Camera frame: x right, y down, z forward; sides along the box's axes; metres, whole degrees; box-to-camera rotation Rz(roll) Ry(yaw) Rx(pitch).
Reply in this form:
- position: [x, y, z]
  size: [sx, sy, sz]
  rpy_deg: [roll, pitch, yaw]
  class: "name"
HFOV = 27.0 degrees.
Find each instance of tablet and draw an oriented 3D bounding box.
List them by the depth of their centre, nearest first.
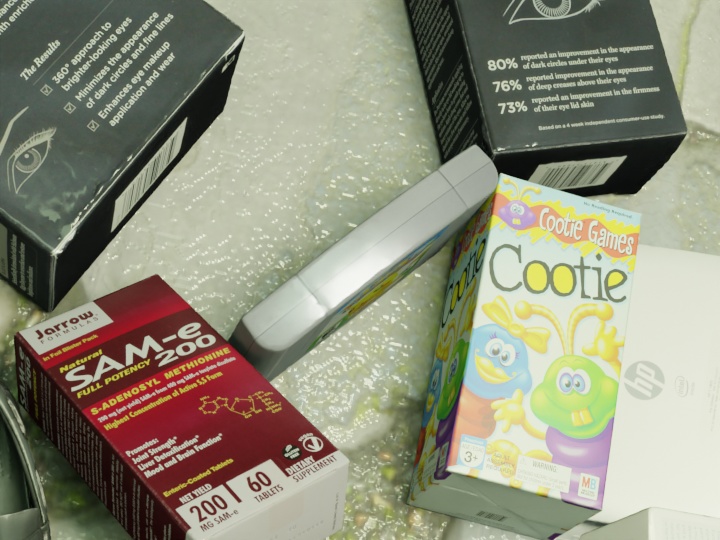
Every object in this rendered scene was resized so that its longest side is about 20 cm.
- position: [0.214, 0.080, 1.020]
  size: [0.129, 0.014, 0.202]
  rpy_deg: [9, 68, 10]
  class: "tablet"

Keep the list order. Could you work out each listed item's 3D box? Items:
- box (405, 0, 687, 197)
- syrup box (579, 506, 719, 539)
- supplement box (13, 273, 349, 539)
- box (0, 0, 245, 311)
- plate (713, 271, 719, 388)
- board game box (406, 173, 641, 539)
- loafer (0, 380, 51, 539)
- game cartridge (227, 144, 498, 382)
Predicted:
- position: [0.125, -0.157, 1.062]
  size: [0.146, 0.104, 0.202]
  rpy_deg: [-6, 70, -15]
  class: "box"
- position: [0.240, 0.208, 0.938]
  size: [0.198, 0.079, 0.082]
  rpy_deg: [14, 63, -23]
  class: "syrup box"
- position: [-0.109, 0.094, 0.883]
  size: [0.108, 0.061, 0.200]
  rpy_deg: [-24, 47, -33]
  class: "supplement box"
- position: [-0.213, -0.120, 0.964]
  size: [0.199, 0.118, 0.197]
  rpy_deg: [37, 66, 2]
  class: "box"
- position: [0.338, 0.107, 1.050]
  size: [0.198, 0.032, 0.202]
  rpy_deg: [7, 69, -10]
  class: "plate"
- position: [0.107, 0.058, 0.977]
  size: [0.104, 0.103, 0.202]
  rpy_deg: [15, 67, -7]
  class: "board game box"
- position: [-0.217, 0.160, 0.883]
  size: [0.067, 0.070, 0.203]
  rpy_deg: [-8, 71, -15]
  class: "loafer"
- position: [0.000, 0.000, 0.959]
  size: [0.199, 0.133, 0.041]
  rpy_deg: [-37, 81, -22]
  class: "game cartridge"
